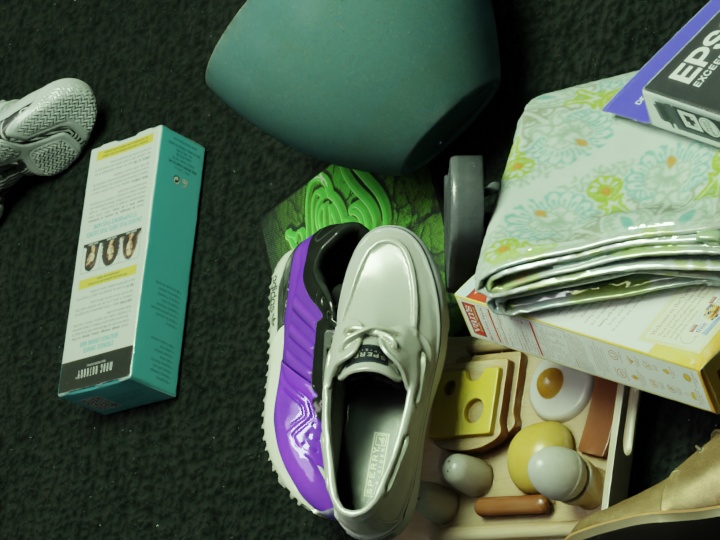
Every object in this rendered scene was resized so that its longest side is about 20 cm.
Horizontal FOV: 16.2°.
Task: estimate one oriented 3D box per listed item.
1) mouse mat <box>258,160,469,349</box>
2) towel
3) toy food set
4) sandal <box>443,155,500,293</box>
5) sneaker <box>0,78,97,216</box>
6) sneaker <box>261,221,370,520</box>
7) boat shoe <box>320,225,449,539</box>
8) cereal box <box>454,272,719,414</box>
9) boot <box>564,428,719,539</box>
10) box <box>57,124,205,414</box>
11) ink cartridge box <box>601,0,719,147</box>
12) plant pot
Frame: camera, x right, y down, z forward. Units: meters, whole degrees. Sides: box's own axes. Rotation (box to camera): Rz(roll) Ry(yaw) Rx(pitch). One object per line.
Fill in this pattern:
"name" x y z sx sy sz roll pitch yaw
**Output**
"mouse mat" 0.000 0.000 1.735 0.161 0.008 0.201 -36 47 28
"towel" 0.162 -0.056 1.487 0.170 0.048 0.201 -9 36 24
"toy food set" 0.088 0.095 1.555 0.199 0.060 0.145 -8 65 43
"sandal" 0.074 -0.026 1.573 0.042 0.200 0.077 -1 87 0
"sneaker" -0.292 -0.118 2.041 0.200 0.075 0.116 -39 50 30
"sneaker" -0.014 0.058 1.644 0.099 0.069 0.202 -40 49 51
"boat shoe" 0.009 0.063 1.560 0.071 0.066 0.202 6 73 15
"cereal box" 0.171 0.004 1.477 0.144 0.040 0.199 -42 36 -25
"boot" 0.204 0.123 1.421 0.199 0.074 0.076 -20 51 27
"box" -0.168 0.000 1.875 0.082 0.049 0.202 -15 61 41
"ink cartridge box" 0.259 -0.144 1.453 0.198 0.044 0.199 -44 37 -18
"plant pot" 0.015 -0.143 1.677 0.135 0.200 0.200 47 109 10
